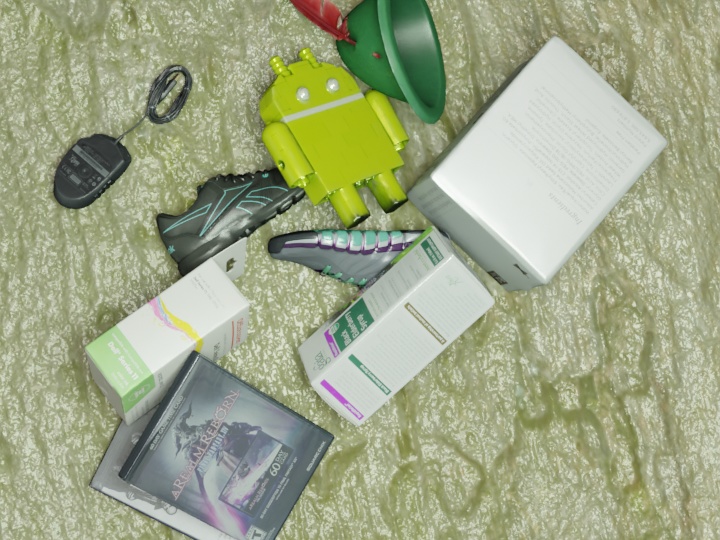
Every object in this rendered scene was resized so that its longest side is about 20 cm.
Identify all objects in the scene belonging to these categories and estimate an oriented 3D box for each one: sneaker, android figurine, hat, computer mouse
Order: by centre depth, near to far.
[{"bbox_3d":[-0.030,-0.145,1.495,0.181,0.041,0.201,-21,79,-42],"label":"android figurine"},{"bbox_3d":[-0.125,-0.076,1.500,0.199,0.075,0.080,-36,89,-7],"label":"sneaker"},{"bbox_3d":[0.000,0.000,1.513,0.198,0.074,0.089,0,92,-7],"label":"sneaker"},{"bbox_3d":[-0.251,-0.142,1.516,0.059,0.034,0.200,41,78,14],"label":"computer mouse"},{"bbox_3d":[-0.018,-0.232,1.528,0.175,0.166,0.202,-14,59,22],"label":"hat"}]

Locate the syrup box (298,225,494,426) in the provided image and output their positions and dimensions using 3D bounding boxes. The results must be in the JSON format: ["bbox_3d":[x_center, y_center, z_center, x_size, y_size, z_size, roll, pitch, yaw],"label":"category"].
[{"bbox_3d":[0.035,0.058,1.475,0.200,0.079,0.081,-42,117,7],"label":"syrup box"}]

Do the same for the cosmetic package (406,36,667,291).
[{"bbox_3d":[0.180,-0.106,1.491,0.165,0.165,0.200,43,82,-2],"label":"cosmetic package"}]

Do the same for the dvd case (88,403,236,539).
[{"bbox_3d":[-0.166,0.205,1.505,0.199,0.025,0.151,27,84,-5],"label":"dvd case"}]

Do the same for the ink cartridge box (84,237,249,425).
[{"bbox_3d":[-0.179,0.062,1.449,0.199,0.117,0.067,-37,77,-17],"label":"ink cartridge box"}]

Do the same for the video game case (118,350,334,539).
[{"bbox_3d":[-0.132,0.188,1.437,0.200,0.019,0.144,36,82,-36],"label":"video game case"}]
